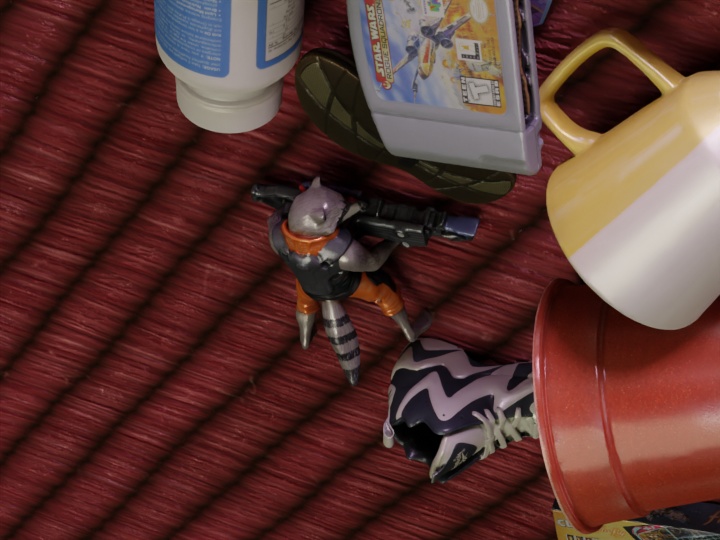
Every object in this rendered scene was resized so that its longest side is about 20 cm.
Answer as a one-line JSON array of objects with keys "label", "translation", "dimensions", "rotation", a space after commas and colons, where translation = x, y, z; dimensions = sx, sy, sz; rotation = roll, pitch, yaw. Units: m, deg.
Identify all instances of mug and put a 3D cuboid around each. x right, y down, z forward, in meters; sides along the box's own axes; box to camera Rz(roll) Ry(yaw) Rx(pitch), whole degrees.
[{"label": "mug", "translation": [0.220, -0.068, 1.302], "dimensions": [0.186, 0.150, 0.153], "rotation": [26, 133, -22]}]

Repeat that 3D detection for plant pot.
[{"label": "plant pot", "translation": [0.255, 0.093, 1.424], "dimensions": [0.194, 0.201, 0.201], "rotation": [-8, 129, 22]}]

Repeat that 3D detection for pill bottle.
[{"label": "pill bottle", "translation": [-0.096, -0.201, 1.354], "dimensions": [0.112, 0.113, 0.201], "rotation": [17, 137, 11]}]

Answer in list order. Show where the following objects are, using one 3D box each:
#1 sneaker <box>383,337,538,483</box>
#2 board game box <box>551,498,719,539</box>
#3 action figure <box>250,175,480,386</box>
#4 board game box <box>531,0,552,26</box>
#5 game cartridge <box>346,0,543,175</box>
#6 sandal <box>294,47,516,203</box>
[{"label": "sneaker", "translation": [0.109, 0.137, 1.575], "dimensions": [0.198, 0.130, 0.080], "rotation": [18, 139, 10]}, {"label": "board game box", "translation": [0.280, 0.261, 1.684], "dimensions": [0.199, 0.035, 0.136], "rotation": [6, 135, 22]}, {"label": "action figure", "translation": [0.000, 0.000, 1.519], "dimensions": [0.199, 0.105, 0.194], "rotation": [6, 144, 26]}, {"label": "board game box", "translation": [0.068, -0.238, 1.283], "dimensions": [0.157, 0.039, 0.201], "rotation": [24, 138, 4]}, {"label": "game cartridge", "translation": [0.056, -0.163, 1.294], "dimensions": [0.132, 0.042, 0.201], "rotation": [7, 126, 25]}, {"label": "sandal", "translation": [0.037, -0.118, 1.420], "dimensions": [0.199, 0.055, 0.082], "rotation": [25, 147, -19]}]
